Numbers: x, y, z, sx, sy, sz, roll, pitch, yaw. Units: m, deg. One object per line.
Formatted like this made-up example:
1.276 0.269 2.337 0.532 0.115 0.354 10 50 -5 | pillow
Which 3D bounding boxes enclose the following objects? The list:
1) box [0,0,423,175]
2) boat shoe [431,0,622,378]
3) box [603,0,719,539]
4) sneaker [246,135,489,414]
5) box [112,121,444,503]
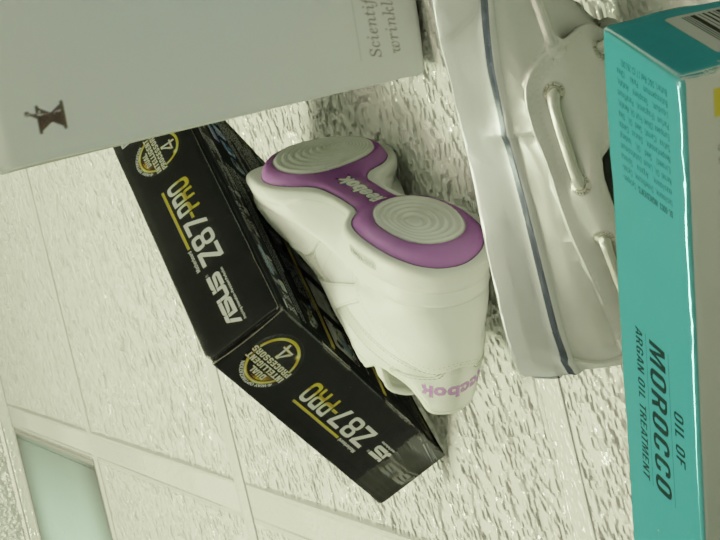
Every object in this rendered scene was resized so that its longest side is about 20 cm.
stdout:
-0.096 -0.167 0.964 0.131 0.199 0.200 -144 43 -68 | box
0.069 -0.059 0.746 0.074 0.065 0.201 -70 -31 -60 | boat shoe
0.120 0.024 0.615 0.049 0.082 0.201 -132 32 -60 | box
0.000 0.000 1.004 0.200 0.074 0.100 -134 35 -60 | sneaker
-0.047 0.002 1.088 0.161 0.049 0.200 42 -166 -47 | box
